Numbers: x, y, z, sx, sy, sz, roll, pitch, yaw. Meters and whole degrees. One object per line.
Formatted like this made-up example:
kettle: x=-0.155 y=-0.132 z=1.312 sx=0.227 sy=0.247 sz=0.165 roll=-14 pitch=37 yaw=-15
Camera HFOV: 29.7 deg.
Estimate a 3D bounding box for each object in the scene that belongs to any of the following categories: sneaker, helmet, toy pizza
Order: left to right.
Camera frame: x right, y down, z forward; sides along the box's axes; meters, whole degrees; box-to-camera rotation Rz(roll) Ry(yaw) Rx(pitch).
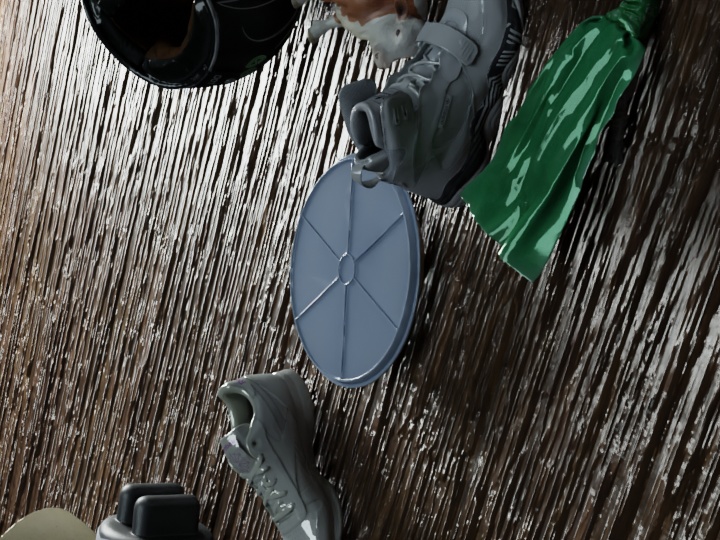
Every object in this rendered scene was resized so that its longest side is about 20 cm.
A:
helmet: x=-0.147 y=-0.278 z=1.275 sx=0.198 sy=0.191 sz=0.202 roll=17 pitch=128 yaw=22
sneaker: x=-0.078 y=0.186 z=1.220 sx=0.075 sy=0.099 sz=0.202 roll=-44 pitch=55 yaw=42
toy pizza: x=0.000 y=0.000 z=1.178 sx=0.199 sy=0.031 sz=0.204 roll=-8 pitch=80 yaw=56
sneaker: x=0.053 y=-0.150 z=1.037 sx=0.075 sy=0.114 sz=0.203 roll=27 pitch=109 yaw=52

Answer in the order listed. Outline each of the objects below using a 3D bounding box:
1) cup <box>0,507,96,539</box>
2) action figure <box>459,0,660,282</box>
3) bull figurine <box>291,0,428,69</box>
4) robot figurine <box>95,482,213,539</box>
cup: x=-0.325 y=0.388 z=1.514 sx=0.142 sy=0.199 sz=0.203 roll=20 pitch=106 yaw=27
action figure: x=0.149 y=-0.104 z=0.948 sx=0.202 sy=0.054 sz=0.118 roll=-62 pitch=40 yaw=22
bull figurine: x=0.003 y=-0.255 z=1.147 sx=0.120 sy=0.065 sz=0.203 roll=-6 pitch=73 yaw=22
robot figurine: x=-0.213 y=0.323 z=1.390 sx=0.150 sy=0.123 sz=0.203 roll=-32 pitch=-50 yaw=-81
